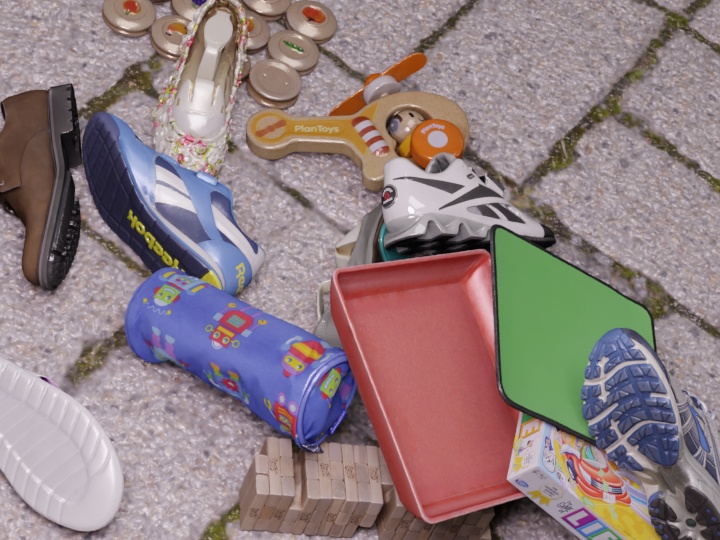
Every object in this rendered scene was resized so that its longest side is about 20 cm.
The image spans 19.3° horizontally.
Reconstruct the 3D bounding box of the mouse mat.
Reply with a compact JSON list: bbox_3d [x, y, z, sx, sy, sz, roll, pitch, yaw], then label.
[{"bbox_3d":[0.172,0.064,1.666,0.199,0.008,0.162,28,48,-36],"label":"mouse mat"}]

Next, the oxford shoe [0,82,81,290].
[{"bbox_3d":[-0.272,-0.064,1.730,0.084,0.073,0.201,-5,50,-3],"label":"oxford shoe"}]

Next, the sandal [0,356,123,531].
[{"bbox_3d":[-0.249,0.115,1.590,0.202,0.083,0.050,40,7,16],"label":"sandal"}]

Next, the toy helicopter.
[{"bbox_3d":[-0.003,-0.129,1.873,0.198,0.079,0.133,1,57,-4],"label":"toy helicopter"}]

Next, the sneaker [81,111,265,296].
[{"bbox_3d":[-0.157,-0.053,1.754,0.082,0.074,0.200,-28,73,-37],"label":"sneaker"}]

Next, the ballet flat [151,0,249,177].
[{"bbox_3d":[-0.139,-0.163,1.840,0.075,0.064,0.201,12,56,-8],"label":"ballet flat"}]

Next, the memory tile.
[{"bbox_3d":[-0.128,-0.234,1.948,0.199,0.017,0.154,27,48,2],"label":"memory tile"}]

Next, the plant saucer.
[{"bbox_3d":[0.064,0.089,1.618,0.199,0.037,0.201,-8,73,-49],"label":"plant saucer"}]

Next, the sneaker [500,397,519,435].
[{"bbox_3d":[0.134,0.114,1.728,0.198,0.078,0.100,-1,60,-12],"label":"sneaker"}]

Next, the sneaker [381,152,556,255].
[{"bbox_3d":[0.095,-0.057,1.801,0.199,0.074,0.089,10,66,-48],"label":"sneaker"}]

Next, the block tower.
[{"bbox_3d":[0.009,0.173,1.636,0.198,0.058,0.054,7,50,-16],"label":"block tower"}]

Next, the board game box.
[{"bbox_3d":[0.203,0.162,1.670,0.200,0.034,0.135,39,42,-25],"label":"board game box"}]

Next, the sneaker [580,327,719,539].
[{"bbox_3d":[0.236,0.125,1.642,0.201,0.077,0.085,63,34,-18],"label":"sneaker"}]

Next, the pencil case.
[{"bbox_3d":[-0.090,0.068,1.637,0.199,0.087,0.078,26,60,31],"label":"pencil case"}]

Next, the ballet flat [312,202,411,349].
[{"bbox_3d":[0.000,0.000,1.774,0.063,0.068,0.201,-1,42,19],"label":"ballet flat"}]
